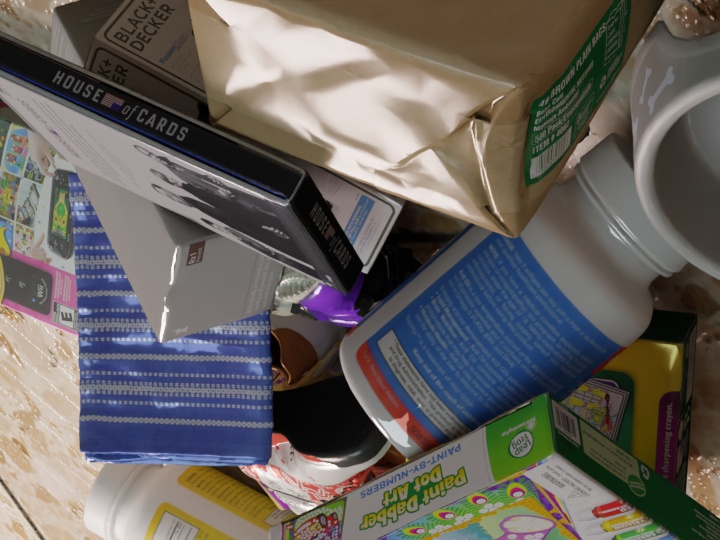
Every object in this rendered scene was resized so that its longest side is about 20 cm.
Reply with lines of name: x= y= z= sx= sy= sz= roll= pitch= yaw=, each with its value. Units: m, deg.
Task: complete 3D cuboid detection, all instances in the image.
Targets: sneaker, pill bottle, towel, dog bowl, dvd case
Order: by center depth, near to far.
dog bowl: x=0.225 y=-0.057 z=0.895 sx=0.199 sy=0.059 sz=0.201 roll=13 pitch=144 yaw=10
dvd case: x=-0.101 y=-0.057 z=0.970 sx=0.199 sy=0.025 sz=0.150 roll=26 pitch=169 yaw=18
pill bottle: x=0.094 y=0.019 z=1.026 sx=0.200 sy=0.112 sz=0.112 roll=-41 pitch=102 yaw=16
sneaker: x=0.000 y=-0.001 z=1.158 sx=0.099 sy=0.070 sz=0.200 roll=13 pitch=174 yaw=-5
towel: x=-0.128 y=0.032 z=1.218 sx=0.144 sy=0.024 sz=0.202 roll=0 pitch=96 yaw=19
sneaker: x=-0.010 y=0.132 z=1.243 sx=0.108 sy=0.067 sz=0.201 roll=45 pitch=154 yaw=-21
sneaker: x=-0.112 y=0.024 z=1.307 sx=0.199 sy=0.085 sz=0.073 roll=19 pitch=143 yaw=27
pill bottle: x=-0.128 y=0.225 z=1.525 sx=0.199 sy=0.111 sz=0.112 roll=26 pitch=144 yaw=18

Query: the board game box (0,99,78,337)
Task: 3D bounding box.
board game box: x=-0.258 y=-0.055 z=1.323 sx=0.199 sy=0.064 sz=0.148 roll=21 pitch=117 yaw=22

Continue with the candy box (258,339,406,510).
candy box: x=-0.020 y=0.114 z=1.351 sx=0.199 sy=0.057 sz=0.117 roll=-14 pitch=121 yaw=47

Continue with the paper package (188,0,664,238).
paper package: x=0.041 y=-0.142 z=0.884 sx=0.190 sy=0.200 sz=0.104 roll=21 pitch=144 yaw=22

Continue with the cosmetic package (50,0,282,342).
cosmetic package: x=-0.123 y=-0.069 z=1.132 sx=0.201 sy=0.090 sz=0.107 roll=59 pitch=152 yaw=24

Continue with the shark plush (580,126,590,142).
shark plush: x=0.033 y=-0.119 z=1.037 sx=0.199 sy=0.091 sz=0.083 roll=12 pitch=168 yaw=25

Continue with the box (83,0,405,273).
box: x=-0.054 y=-0.097 z=1.064 sx=0.199 sy=0.117 sz=0.060 roll=29 pitch=134 yaw=2

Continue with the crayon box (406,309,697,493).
crayon box: x=0.116 y=0.118 z=1.139 sx=0.171 sy=0.058 sz=0.201 roll=7 pitch=111 yaw=18

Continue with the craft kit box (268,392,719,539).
craft kit box: x=0.084 y=0.164 z=1.048 sx=0.197 sy=0.049 sz=0.200 roll=-28 pitch=137 yaw=29
